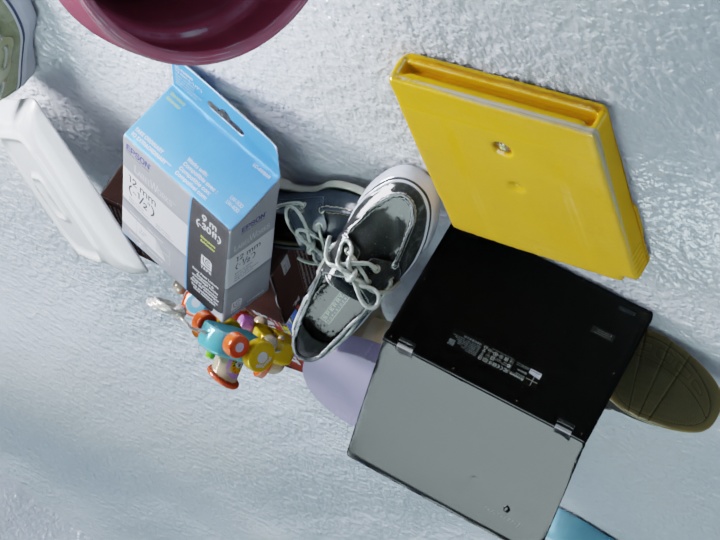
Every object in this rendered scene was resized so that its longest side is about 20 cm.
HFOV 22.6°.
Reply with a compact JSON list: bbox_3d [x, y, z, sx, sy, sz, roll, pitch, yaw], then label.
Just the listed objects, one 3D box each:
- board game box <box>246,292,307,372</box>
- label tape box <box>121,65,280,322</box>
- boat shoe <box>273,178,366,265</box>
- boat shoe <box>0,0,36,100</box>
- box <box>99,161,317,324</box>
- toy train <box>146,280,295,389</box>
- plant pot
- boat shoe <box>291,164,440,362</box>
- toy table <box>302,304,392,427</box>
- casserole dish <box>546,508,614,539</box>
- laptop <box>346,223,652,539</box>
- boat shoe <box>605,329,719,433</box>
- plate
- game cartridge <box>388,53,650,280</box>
[{"bbox_3d":[-0.076,0.054,1.906,0.103,0.019,0.200,18,153,35],"label":"board game box"},{"bbox_3d":[-0.143,-0.070,1.587,0.143,0.066,0.200,41,150,22],"label":"label tape box"},{"bbox_3d":[-0.043,-0.043,1.606,0.199,0.062,0.075,11,149,41],"label":"boat shoe"},{"bbox_3d":[-0.337,-0.211,1.644,0.072,0.062,0.200,28,156,11],"label":"boat shoe"},{"bbox_3d":[-0.146,-0.035,1.745,0.199,0.075,0.100,27,157,19],"label":"box"},{"bbox_3d":[-0.135,0.063,1.703,0.150,0.056,0.200,23,-173,9],"label":"toy train"},{"bbox_3d":[-0.139,-0.246,1.173,0.200,0.200,0.179,47,169,-33],"label":"plant pot"},{"bbox_3d":[-0.002,-0.002,1.517,0.074,0.068,0.199,39,123,-2],"label":"boat shoe"},{"bbox_3d":[0.032,0.072,1.673,0.184,0.117,0.200,37,158,-12],"label":"toy table"},{"bbox_3d":[0.263,0.330,2.004,0.199,0.039,0.121,33,157,2],"label":"casserole dish"},{"bbox_3d":[0.114,0.096,1.510,0.187,0.201,0.116,27,160,13],"label":"laptop"},{"bbox_3d":[0.211,0.080,1.526,0.200,0.072,0.066,24,172,13],"label":"boat shoe"},{"bbox_3d":[-0.295,-0.079,1.782,0.200,0.032,0.200,57,166,-16],"label":"plate"},{"bbox_3d":[0.125,-0.075,1.369,0.176,0.033,0.200,19,157,29],"label":"game cartridge"}]
